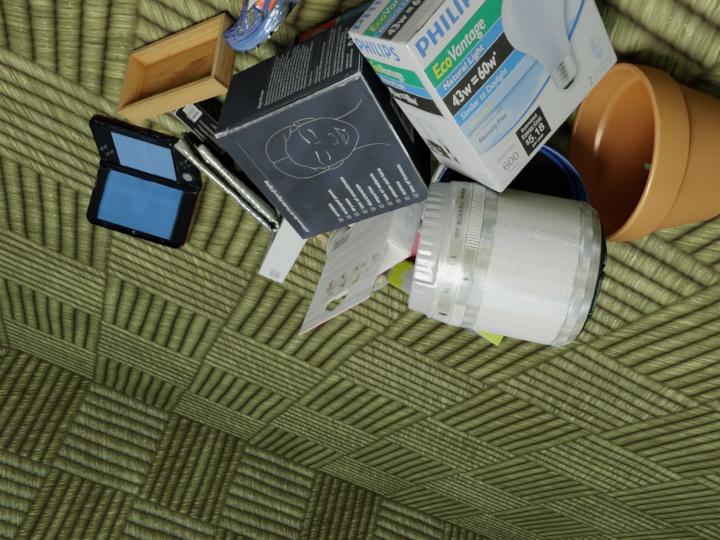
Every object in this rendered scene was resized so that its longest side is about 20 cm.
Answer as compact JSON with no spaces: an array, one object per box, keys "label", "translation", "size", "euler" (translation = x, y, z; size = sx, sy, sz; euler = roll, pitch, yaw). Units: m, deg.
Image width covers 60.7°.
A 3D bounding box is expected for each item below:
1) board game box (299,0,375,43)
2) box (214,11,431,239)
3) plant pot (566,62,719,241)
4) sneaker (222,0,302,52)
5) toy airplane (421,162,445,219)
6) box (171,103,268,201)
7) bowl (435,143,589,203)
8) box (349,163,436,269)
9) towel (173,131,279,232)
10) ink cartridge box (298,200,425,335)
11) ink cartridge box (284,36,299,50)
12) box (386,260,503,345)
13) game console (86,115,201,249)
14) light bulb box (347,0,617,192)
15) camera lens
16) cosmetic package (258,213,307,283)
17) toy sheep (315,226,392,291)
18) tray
[{"label":"board game box","translation":[0.031,-0.242,0.802],"size":[0.150,0.041,0.201],"euler":[-18,137,17]},{"label":"box","translation":[-0.036,-0.165,0.759],"size":[0.193,0.126,0.201],"euler":[-16,138,23]},{"label":"plant pot","translation":[0.352,-0.135,0.730],"size":[0.136,0.204,0.201],"euler":[1,149,-8]},{"label":"sneaker","translation":[-0.109,-0.344,0.741],"size":[0.078,0.076,0.198],"euler":[42,133,-21]},{"label":"toy airplane","translation":[0.179,-0.079,0.854],"size":[0.196,0.143,0.201],"euler":[-29,141,7]},{"label":"box","translation":[-0.215,-0.200,0.969],"size":[0.200,0.035,0.110],"euler":[44,-178,-35]},{"label":"bowl","translation":[0.183,-0.071,0.773],"size":[0.195,0.040,0.205],"euler":[5,117,10]},{"label":"box","translation":[0.082,-0.082,0.977],"size":[0.107,0.130,0.200],"euler":[-13,137,40]},{"label":"towel","translation":[-0.206,-0.151,0.984],"size":[0.199,0.035,0.193],"euler":[42,-175,-18]},{"label":"ink cartridge box","translation":[0.000,0.000,0.853],"size":[0.043,0.177,0.199],"euler":[30,148,-20]},{"label":"ink cartridge box","translation":[-0.112,-0.243,0.904],"size":[0.093,0.045,0.199],"euler":[31,145,-23]},{"label":"box","translation":[0.129,0.042,0.886],"size":[0.121,0.048,0.200],"euler":[32,178,-22]},{"label":"game console","translation":[-0.399,-0.155,1.105],"size":[0.195,0.121,0.174],"euler":[16,148,1]},{"label":"light bulb box","translation":[0.129,-0.233,0.635],"size":[0.200,0.199,0.125],"euler":[44,177,-37]},{"label":"camera lens","translation":[0.162,-0.010,0.694],"size":[0.195,0.163,0.161],"euler":[11,148,6]},{"label":"cosmetic package","translation":[-0.109,-0.092,1.030],"size":[0.051,0.153,0.200],"euler":[22,147,-11]},{"label":"toy sheep","translation":[0.001,-0.030,1.061],"size":[0.134,0.201,0.141],"euler":[-9,124,-13]},{"label":"tray","translation":[-0.257,-0.280,0.864],"size":[0.196,0.101,0.037],"euler":[-5,161,31]}]
